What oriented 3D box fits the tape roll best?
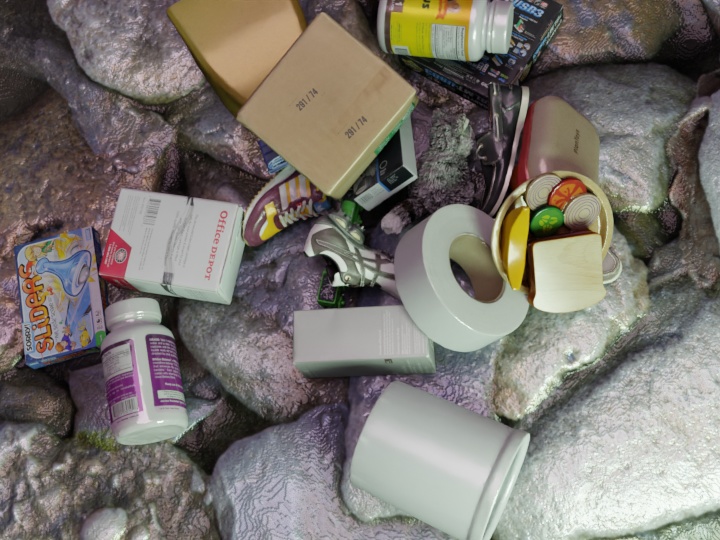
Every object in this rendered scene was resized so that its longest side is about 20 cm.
[{"bbox_3d":[0.146,0.010,1.489,0.201,0.071,0.204,18,57,-29],"label":"tape roll"}]

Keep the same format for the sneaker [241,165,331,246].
[{"bbox_3d":[-0.098,-0.106,1.625,0.090,0.075,0.200,36,81,23],"label":"sneaker"}]

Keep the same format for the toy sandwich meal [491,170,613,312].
[{"bbox_3d":[0.274,-0.037,1.457,0.203,0.070,0.207,-5,112,-12],"label":"toy sandwich meal"}]

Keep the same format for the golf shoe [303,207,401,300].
[{"bbox_3d":[0.000,0.000,1.546,0.200,0.078,0.095,40,77,-12],"label":"golf shoe"}]

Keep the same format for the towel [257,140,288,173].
[{"bbox_3d":[-0.068,-0.226,1.639,0.199,0.024,0.147,-28,27,2],"label":"towel"}]

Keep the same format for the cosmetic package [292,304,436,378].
[{"bbox_3d":[0.005,0.104,1.523,0.198,0.107,0.091,-6,71,9],"label":"cosmetic package"}]

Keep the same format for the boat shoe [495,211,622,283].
[{"bbox_3d":[0.291,-0.039,1.548,0.199,0.060,0.072,25,77,16],"label":"boat shoe"}]

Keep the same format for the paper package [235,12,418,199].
[{"bbox_3d":[-0.045,-0.234,1.511,0.190,0.103,0.200,40,95,1],"label":"paper package"}]

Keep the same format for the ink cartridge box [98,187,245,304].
[{"bbox_3d":[-0.285,-0.037,1.626,0.198,0.083,0.147,9,73,11],"label":"ink cartridge box"}]

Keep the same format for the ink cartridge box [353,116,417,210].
[{"bbox_3d":[0.032,-0.191,1.590,0.099,0.039,0.201,-34,38,28],"label":"ink cartridge box"}]

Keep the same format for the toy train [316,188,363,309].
[{"bbox_3d":[-0.030,-0.035,1.600,0.041,0.056,0.202,9,74,12],"label":"toy train"}]

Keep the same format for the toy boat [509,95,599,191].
[{"bbox_3d":[0.274,-0.153,1.564,0.130,0.131,0.201,33,46,-20],"label":"toy boat"}]

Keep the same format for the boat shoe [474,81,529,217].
[{"bbox_3d":[0.199,-0.181,1.565,0.067,0.072,0.202,11,91,-6],"label":"boat shoe"}]

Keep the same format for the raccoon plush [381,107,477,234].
[{"bbox_3d":[0.107,-0.150,1.544,0.096,0.135,0.200,12,36,31],"label":"raccoon plush"}]

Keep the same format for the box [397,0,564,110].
[{"bbox_3d":[0.192,-0.377,1.681,0.199,0.050,0.199,30,78,17],"label":"box"}]

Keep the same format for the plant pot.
[{"bbox_3d":[-0.156,-0.334,1.648,0.193,0.196,0.201,-30,72,-1],"label":"plant pot"}]

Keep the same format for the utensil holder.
[{"bbox_3d":[0.106,0.259,1.423,0.199,0.170,0.171,23,77,16],"label":"utensil holder"}]

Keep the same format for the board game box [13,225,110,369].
[{"bbox_3d":[-0.469,0.042,1.656,0.134,0.034,0.202,-15,70,4],"label":"board game box"}]

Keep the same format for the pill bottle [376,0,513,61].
[{"bbox_3d":[0.131,-0.381,1.611,0.198,0.109,0.110,8,73,13],"label":"pill bottle"}]

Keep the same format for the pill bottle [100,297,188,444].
[{"bbox_3d":[-0.325,0.148,1.558,0.111,0.112,0.202,-14,70,4],"label":"pill bottle"}]
